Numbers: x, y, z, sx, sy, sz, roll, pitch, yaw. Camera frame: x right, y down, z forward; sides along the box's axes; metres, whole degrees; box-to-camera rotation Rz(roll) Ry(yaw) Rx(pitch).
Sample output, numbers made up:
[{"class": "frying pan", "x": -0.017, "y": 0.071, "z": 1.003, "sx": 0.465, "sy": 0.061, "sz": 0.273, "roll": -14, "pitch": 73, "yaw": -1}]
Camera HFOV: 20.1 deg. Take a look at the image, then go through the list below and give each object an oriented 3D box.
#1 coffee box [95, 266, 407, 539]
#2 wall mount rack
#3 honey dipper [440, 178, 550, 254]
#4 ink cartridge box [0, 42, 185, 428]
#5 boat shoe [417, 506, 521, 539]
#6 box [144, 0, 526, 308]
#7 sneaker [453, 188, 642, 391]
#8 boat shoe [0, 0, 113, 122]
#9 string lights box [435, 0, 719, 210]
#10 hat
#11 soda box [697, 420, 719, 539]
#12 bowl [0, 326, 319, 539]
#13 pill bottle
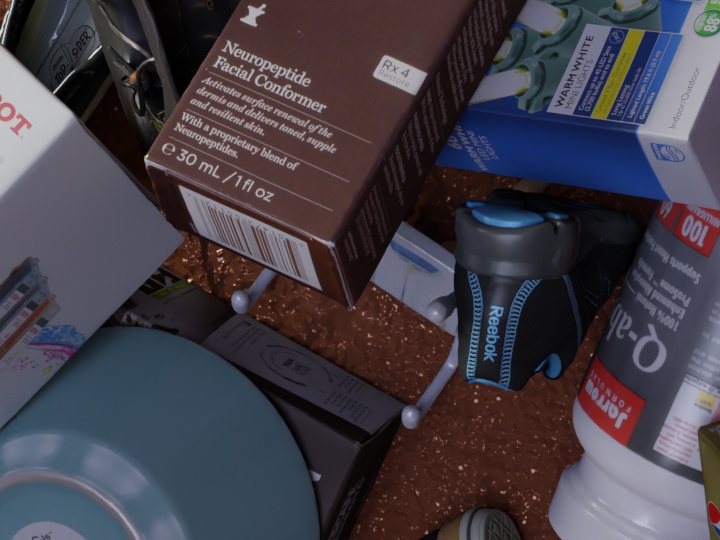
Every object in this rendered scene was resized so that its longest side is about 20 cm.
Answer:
[{"class": "coffee box", "x": -0.090, "y": 0.083, "z": 1.111, "sx": 0.199, "sy": 0.080, "sz": 0.114, "roll": 28, "pitch": 110, "yaw": 13}, {"class": "wall mount rack", "x": 0.000, "y": 0.000, "z": 1.025, "sx": 0.199, "sy": 0.174, "sz": 0.075, "roll": 33, "pitch": 66, "yaw": 11}, {"class": "honey dipper", "x": 0.106, "y": -0.062, "z": 1.040, "sx": 0.200, "sy": 0.038, "sz": 0.038, "roll": -44, "pitch": 84, "yaw": 23}, {"class": "ink cartridge box", "x": -0.217, "y": -0.015, "z": 0.989, "sx": 0.200, "sy": 0.145, "sz": 0.145, "roll": -46, "pitch": 63, "yaw": -5}, {"class": "boat shoe", "x": 0.073, "y": 0.228, "z": 1.088, "sx": 0.062, "sy": 0.074, "sz": 0.202, "roll": -17, "pitch": 89, "yaw": 26}, {"class": "box", "x": -0.002, "y": -0.096, "z": 0.921, "sx": 0.099, "sy": 0.075, "sz": 0.201, "roll": 23, "pitch": 70, "yaw": 17}, {"class": "sneaker", "x": 0.082, "y": 0.006, "z": 0.967, "sx": 0.073, "sy": 0.200, "sz": 0.083, "roll": 10, "pitch": 98, "yaw": 20}, {"class": "boat shoe", "x": -0.148, "y": -0.157, "z": 1.096, "sx": 0.074, "sy": 0.066, "sz": 0.200, "roll": 40, "pitch": 110, "yaw": 10}, {"class": "string lights box", "x": 0.093, "y": -0.099, "z": 0.973, "sx": 0.199, "sy": 0.059, "sz": 0.103, "roll": 11, "pitch": 64, "yaw": 34}, {"class": "hat", "x": -0.084, "y": -0.128, "z": 0.989, "sx": 0.080, "sy": 0.201, "sz": 0.202, "roll": -18, "pitch": 94, "yaw": -10}, {"class": "soda box", "x": 0.258, "y": 0.081, "z": 0.937, "sx": 0.198, "sy": 0.064, "sz": 0.068, "roll": -19, "pitch": 119, "yaw": -12}, {"class": "bowl", "x": -0.130, "y": 0.139, "z": 1.040, "sx": 0.199, "sy": 0.105, "sz": 0.203, "roll": 6, "pitch": 106, "yaw": 20}, {"class": "pill bottle", "x": 0.172, "y": 0.051, "z": 0.994, "sx": 0.115, "sy": 0.116, "sz": 0.201, "roll": 25, "pitch": 107, "yaw": 13}]
